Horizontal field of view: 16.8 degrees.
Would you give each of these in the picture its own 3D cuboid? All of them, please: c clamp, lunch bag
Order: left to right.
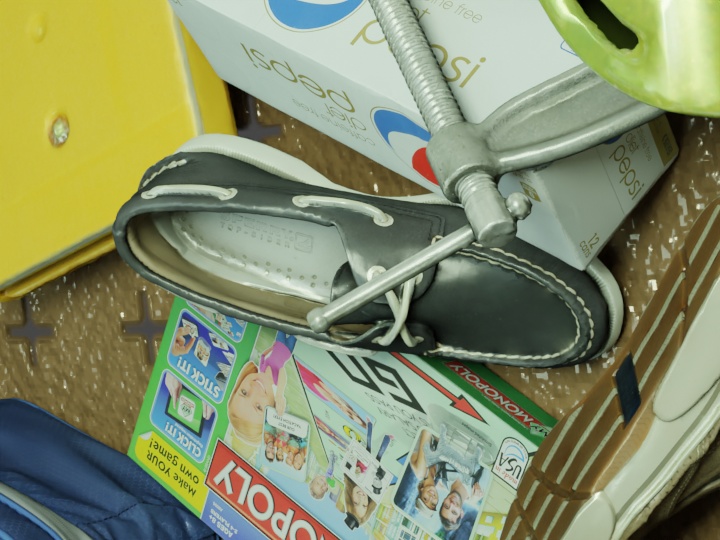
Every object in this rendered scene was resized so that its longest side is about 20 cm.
[{"bbox_3d":[-0.165,0.151,1.104,0.200,0.132,0.136,21,112,39],"label":"lunch bag"},{"bbox_3d":[0.037,-0.092,0.859,0.171,0.027,0.200,-22,54,9],"label":"c clamp"}]

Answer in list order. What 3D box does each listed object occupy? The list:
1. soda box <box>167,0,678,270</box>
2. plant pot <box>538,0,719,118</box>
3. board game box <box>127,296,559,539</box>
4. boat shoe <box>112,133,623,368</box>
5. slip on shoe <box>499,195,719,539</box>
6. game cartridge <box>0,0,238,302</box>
[{"bbox_3d":[0.019,-0.078,0.920,0.200,0.068,0.064,30,73,36],"label":"soda box"},{"bbox_3d":[0.150,-0.117,0.726,0.200,0.184,0.200,10,104,41],"label":"plant pot"},{"bbox_3d":[-0.009,0.074,1.016,0.200,0.029,0.135,36,119,33],"label":"board game box"},{"bbox_3d":[0.000,0.000,0.937,0.200,0.060,0.074,20,123,18],"label":"boat shoe"},{"bbox_3d":[0.111,0.063,0.878,0.076,0.061,0.200,-92,27,-60],"label":"slip on shoe"},{"bbox_3d":[-0.130,-0.106,1.078,0.176,0.032,0.200,-24,71,43],"label":"game cartridge"}]
